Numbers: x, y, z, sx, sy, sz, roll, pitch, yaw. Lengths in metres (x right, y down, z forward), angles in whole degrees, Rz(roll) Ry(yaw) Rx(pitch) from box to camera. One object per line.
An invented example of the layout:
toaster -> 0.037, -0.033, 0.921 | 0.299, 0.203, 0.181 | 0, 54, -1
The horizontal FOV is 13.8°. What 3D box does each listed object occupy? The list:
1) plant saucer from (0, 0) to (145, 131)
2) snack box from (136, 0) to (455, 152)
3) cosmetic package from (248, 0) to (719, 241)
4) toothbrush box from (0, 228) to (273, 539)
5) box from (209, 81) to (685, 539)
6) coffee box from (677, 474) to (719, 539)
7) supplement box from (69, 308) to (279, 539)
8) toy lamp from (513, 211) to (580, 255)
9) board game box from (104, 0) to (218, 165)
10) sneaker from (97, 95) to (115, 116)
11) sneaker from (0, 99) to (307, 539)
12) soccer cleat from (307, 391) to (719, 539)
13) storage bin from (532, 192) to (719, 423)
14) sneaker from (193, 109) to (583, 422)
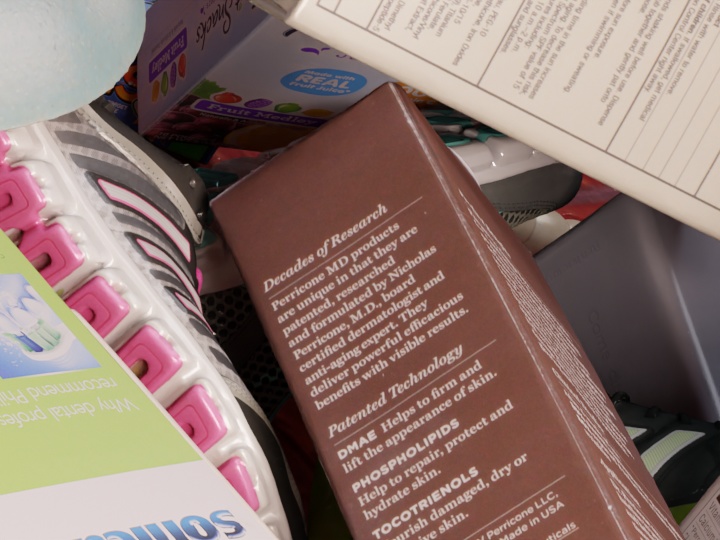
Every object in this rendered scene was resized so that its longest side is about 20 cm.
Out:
plant saucer -> -0.151, -0.112, 0.844 | 0.200, 0.039, 0.201 | 16, 34, -11
snack box -> 0.019, -0.090, 1.046 | 0.142, 0.200, 0.053 | 5, 72, -24
cosmetic package -> 0.067, -0.087, 0.909 | 0.200, 0.104, 0.087 | 26, 7, -26
toothbrush box -> -0.127, 0.059, 0.662 | 0.200, 0.146, 0.086 | 46, 29, 24
box -> 0.034, 0.051, 0.840 | 0.100, 0.075, 0.200 | 49, 13, -45
coffee box -> 0.145, 0.114, 0.865 | 0.114, 0.200, 0.080 | 19, 29, -35
supplement box -> -0.023, 0.118, 0.727 | 0.200, 0.073, 0.126 | 46, -7, 26
toy lamp -> 0.064, -0.020, 1.207 | 0.200, 0.058, 0.058 | 18, 28, -33
board game box -> -0.128, -0.131, 1.187 | 0.135, 0.034, 0.200 | 22, 26, -29
sneaker -> -0.153, -0.053, 0.935 | 0.095, 0.079, 0.200 | 12, -22, 48
sneaker -> -0.069, 0.012, 0.875 | 0.200, 0.074, 0.087 | 57, 30, -1
soccer cleat -> 0.081, 0.064, 0.929 | 0.199, 0.068, 0.081 | -6, 56, 3
storage bin -> 0.132, 0.059, 1.040 | 0.134, 0.145, 0.201 | -1, 65, -40
sneaker -> 0.000, 0.000, 1.010 | 0.200, 0.092, 0.077 | -18, 22, -41
